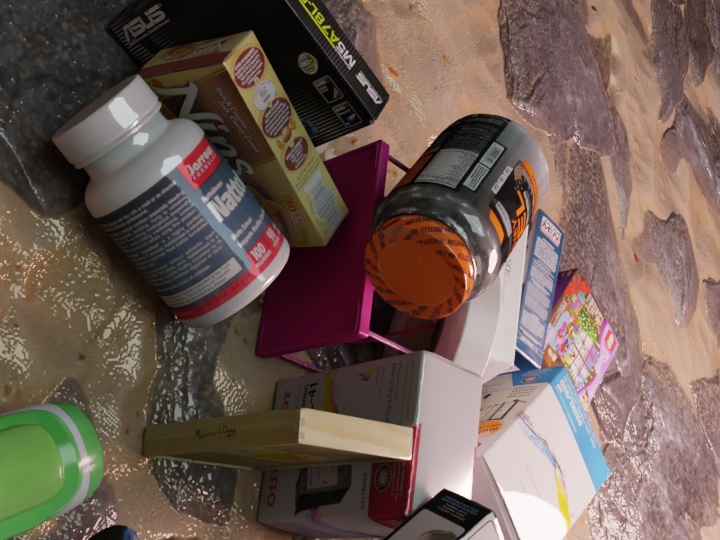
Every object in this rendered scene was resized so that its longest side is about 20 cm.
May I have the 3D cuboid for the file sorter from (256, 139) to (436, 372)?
[{"bbox_3d":[0.000,0.000,0.976,0.125,0.139,0.200,28,59,-40],"label":"file sorter"}]

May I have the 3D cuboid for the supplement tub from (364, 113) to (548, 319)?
[{"bbox_3d":[0.089,-0.051,0.892,0.123,0.122,0.200,57,42,-18],"label":"supplement tub"}]

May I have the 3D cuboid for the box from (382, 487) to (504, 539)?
[{"bbox_3d":[0.031,0.275,0.738,0.200,0.060,0.117,-34,116,-27],"label":"box"}]

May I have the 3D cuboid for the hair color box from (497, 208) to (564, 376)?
[{"bbox_3d":[0.181,0.029,1.189,0.061,0.100,0.200,39,52,-31],"label":"hair color box"}]

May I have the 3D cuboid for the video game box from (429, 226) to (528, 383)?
[{"bbox_3d":[0.118,0.034,1.061,0.047,0.182,0.200,17,63,-11],"label":"video game box"}]

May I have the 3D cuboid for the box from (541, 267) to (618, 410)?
[{"bbox_3d":[0.277,0.108,1.314,0.137,0.039,0.200,58,44,-18],"label":"box"}]

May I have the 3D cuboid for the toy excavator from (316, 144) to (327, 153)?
[{"bbox_3d":[-0.113,-0.218,0.968,0.194,0.100,0.200,0,91,-46],"label":"toy excavator"}]

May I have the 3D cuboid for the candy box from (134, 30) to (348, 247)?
[{"bbox_3d":[-0.106,-0.111,0.882,0.055,0.115,0.200,-57,132,-38],"label":"candy box"}]

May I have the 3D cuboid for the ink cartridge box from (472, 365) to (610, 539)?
[{"bbox_3d":[0.148,0.219,1.061,0.200,0.147,0.145,-34,103,-47],"label":"ink cartridge box"}]

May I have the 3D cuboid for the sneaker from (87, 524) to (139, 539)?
[{"bbox_3d":[-0.173,0.295,0.758,0.089,0.079,0.200,-13,96,-55],"label":"sneaker"}]

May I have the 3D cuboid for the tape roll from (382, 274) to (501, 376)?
[{"bbox_3d":[0.078,0.068,0.996,0.037,0.203,0.203,20,62,-17],"label":"tape roll"}]

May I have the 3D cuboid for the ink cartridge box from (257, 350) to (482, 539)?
[{"bbox_3d":[0.006,0.165,0.885,0.086,0.200,0.148,27,60,-38],"label":"ink cartridge box"}]

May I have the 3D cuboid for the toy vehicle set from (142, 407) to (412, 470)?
[{"bbox_3d":[-0.072,0.144,0.808,0.124,0.200,0.027,19,66,-43],"label":"toy vehicle set"}]

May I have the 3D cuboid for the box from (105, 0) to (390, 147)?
[{"bbox_3d":[-0.103,-0.189,0.876,0.193,0.200,0.048,50,48,-26],"label":"box"}]

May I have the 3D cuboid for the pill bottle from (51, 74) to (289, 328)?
[{"bbox_3d":[-0.163,-0.060,0.832,0.200,0.120,0.120,53,46,-22],"label":"pill bottle"}]

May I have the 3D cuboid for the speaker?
[{"bbox_3d":[-0.282,0.154,0.667,0.200,0.088,0.089,-15,90,-48],"label":"speaker"}]
